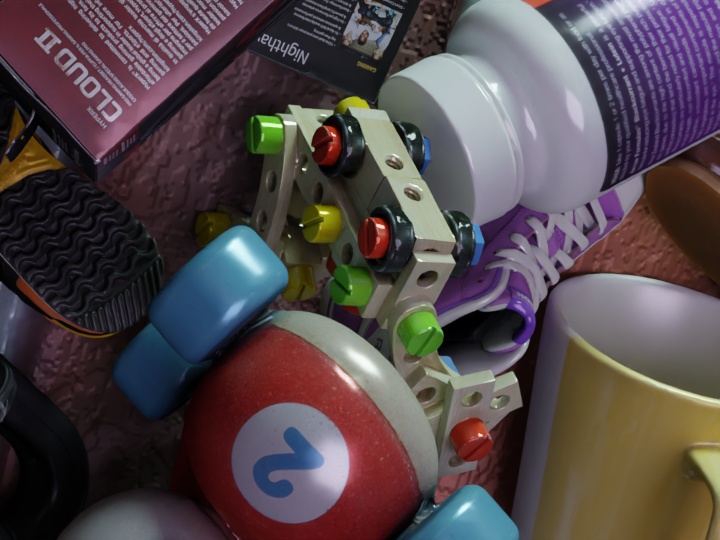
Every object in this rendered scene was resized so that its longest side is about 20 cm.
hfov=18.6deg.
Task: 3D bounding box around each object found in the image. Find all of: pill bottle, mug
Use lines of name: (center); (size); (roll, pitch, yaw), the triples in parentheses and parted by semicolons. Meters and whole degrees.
pill bottle: (0.112, -0.096, 1.079); (0.199, 0.111, 0.112); (-28, 117, -23)
mug: (0.143, 0.107, 1.152); (0.149, 0.187, 0.154); (23, 112, 14)

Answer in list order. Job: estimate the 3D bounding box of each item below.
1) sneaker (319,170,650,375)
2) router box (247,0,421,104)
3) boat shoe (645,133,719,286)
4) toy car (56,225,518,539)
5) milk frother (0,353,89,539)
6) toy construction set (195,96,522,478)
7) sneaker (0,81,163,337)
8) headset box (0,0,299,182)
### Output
sneaker: (0.086, -0.003, 1.114); (0.200, 0.114, 0.073); (-36, 117, -10)
router box: (-0.050, -0.188, 1.023); (0.199, 0.052, 0.158); (22, 99, -28)
boat shoe: (0.220, -0.018, 1.191); (0.070, 0.070, 0.200); (-57, 134, -16)
toy car: (-0.071, 0.122, 0.961); (0.200, 0.177, 0.184); (-41, 86, -25)
milk frother: (-0.198, 0.124, 0.981); (0.180, 0.200, 0.188); (-42, 119, -3)
toy construction set: (0.000, 0.000, 1.019); (0.092, 0.200, 0.131); (-9, 139, -41)
sneaker: (-0.175, -0.046, 1.010); (0.070, 0.090, 0.200); (-42, 94, -20)
headset box: (-0.076, -0.118, 0.912); (0.200, 0.149, 0.075); (-43, 94, -6)
